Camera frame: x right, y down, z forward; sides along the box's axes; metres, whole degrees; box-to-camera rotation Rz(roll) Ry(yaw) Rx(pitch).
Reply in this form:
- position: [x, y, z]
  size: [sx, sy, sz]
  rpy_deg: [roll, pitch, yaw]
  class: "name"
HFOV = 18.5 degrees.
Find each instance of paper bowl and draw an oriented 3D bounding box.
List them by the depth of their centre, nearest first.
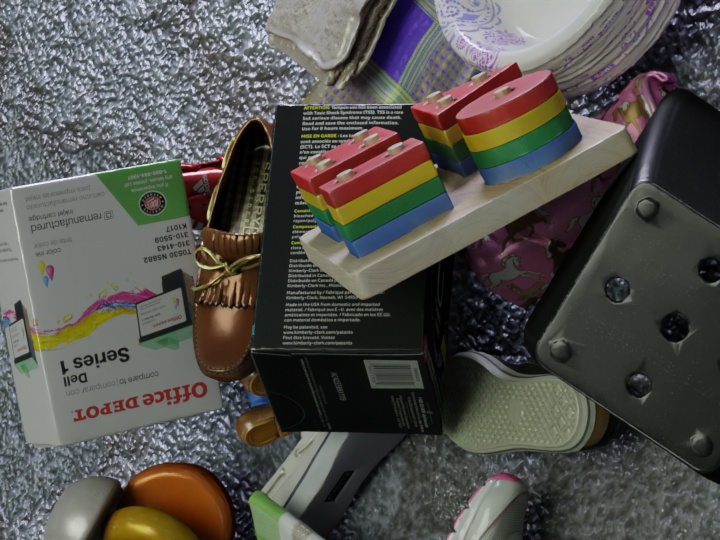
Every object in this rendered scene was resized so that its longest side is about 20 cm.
- position: [0.156, -0.221, 1.591]
  size: [0.200, 0.104, 0.202]
  rpy_deg: [-23, 57, 41]
  class: "paper bowl"

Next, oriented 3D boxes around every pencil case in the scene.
- position: [0.162, -0.058, 1.576]
  size: [0.200, 0.086, 0.083]
  rpy_deg: [-36, 22, 31]
  class: "pencil case"

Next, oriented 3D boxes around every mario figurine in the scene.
- position: [-0.114, 0.052, 1.772]
  size: [0.124, 0.106, 0.200]
  rpy_deg: [-49, 38, 16]
  class: "mario figurine"

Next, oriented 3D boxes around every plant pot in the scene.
- position: [0.215, 0.022, 1.410]
  size: [0.199, 0.177, 0.200]
  rpy_deg: [34, 106, 12]
  class: "plant pot"

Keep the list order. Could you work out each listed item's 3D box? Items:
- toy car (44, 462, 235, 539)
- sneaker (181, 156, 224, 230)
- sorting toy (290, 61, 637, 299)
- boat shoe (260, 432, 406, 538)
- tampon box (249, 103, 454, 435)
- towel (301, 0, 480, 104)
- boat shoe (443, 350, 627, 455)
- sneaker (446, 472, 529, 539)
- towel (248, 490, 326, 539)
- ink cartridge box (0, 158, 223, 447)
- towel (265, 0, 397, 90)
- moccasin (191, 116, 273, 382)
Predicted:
- position: [-0.165, 0.232, 1.785]
  size: [0.174, 0.150, 0.201]
  rpy_deg: [28, 135, 0]
  class: "toy car"
- position: [-0.083, -0.071, 1.763]
  size: [0.200, 0.115, 0.079]
  rpy_deg: [-35, 67, 45]
  class: "sneaker"
- position: [0.055, -0.070, 1.448]
  size: [0.070, 0.198, 0.200]
  rpy_deg: [63, 173, -12]
  class: "sorting toy"
- position: [-0.019, 0.129, 1.724]
  size: [0.070, 0.071, 0.201]
  rpy_deg: [51, 122, 32]
  class: "boat shoe"
- position: [0.000, 0.000, 1.618]
  size: [0.125, 0.150, 0.202]
  rpy_deg: [1, 64, 9]
  class: "tampon box"
- position: [0.032, -0.161, 1.759]
  size: [0.201, 0.023, 0.144]
  rpy_deg: [-55, 51, 20]
  class: "towel"
- position: [0.121, 0.099, 1.608]
  size: [0.199, 0.062, 0.075]
  rpy_deg: [3, 89, 57]
  class: "boat shoe"
- position: [0.107, 0.247, 1.582]
  size: [0.088, 0.081, 0.202]
  rpy_deg: [8, 96, 27]
  class: "sneaker"
- position: [-0.008, 0.263, 1.669]
  size: [0.199, 0.031, 0.150]
  rpy_deg: [32, 138, 42]
  class: "towel"
- position: [-0.199, 0.026, 1.711]
  size: [0.084, 0.144, 0.202]
  rpy_deg: [-5, 96, 64]
  class: "ink cartridge box"
- position: [-0.005, -0.254, 1.781]
  size: [0.132, 0.034, 0.201]
  rpy_deg: [38, 105, 53]
  class: "towel"
- position: [-0.088, -0.016, 1.665]
  size: [0.073, 0.078, 0.203]
  rpy_deg: [10, 74, 18]
  class: "moccasin"
